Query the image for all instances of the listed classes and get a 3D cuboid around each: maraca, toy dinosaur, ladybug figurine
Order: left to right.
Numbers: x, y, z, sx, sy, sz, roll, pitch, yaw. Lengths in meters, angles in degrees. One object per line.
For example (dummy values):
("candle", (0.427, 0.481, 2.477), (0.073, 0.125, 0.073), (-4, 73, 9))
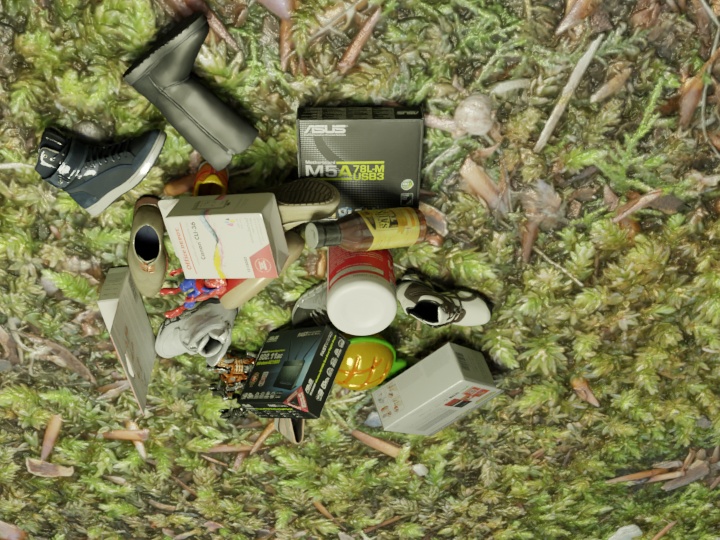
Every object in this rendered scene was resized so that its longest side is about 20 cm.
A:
("toy dinosaur", (-0.219, 0.220, 1.586), (0.199, 0.102, 0.136), (36, 104, -22))
("ladybug figurine", (-0.178, -0.008, 1.385), (0.200, 0.136, 0.072), (-38, 98, 28))
("maraca", (0.008, 0.175, 1.551), (0.136, 0.108, 0.200), (-26, 144, 19))

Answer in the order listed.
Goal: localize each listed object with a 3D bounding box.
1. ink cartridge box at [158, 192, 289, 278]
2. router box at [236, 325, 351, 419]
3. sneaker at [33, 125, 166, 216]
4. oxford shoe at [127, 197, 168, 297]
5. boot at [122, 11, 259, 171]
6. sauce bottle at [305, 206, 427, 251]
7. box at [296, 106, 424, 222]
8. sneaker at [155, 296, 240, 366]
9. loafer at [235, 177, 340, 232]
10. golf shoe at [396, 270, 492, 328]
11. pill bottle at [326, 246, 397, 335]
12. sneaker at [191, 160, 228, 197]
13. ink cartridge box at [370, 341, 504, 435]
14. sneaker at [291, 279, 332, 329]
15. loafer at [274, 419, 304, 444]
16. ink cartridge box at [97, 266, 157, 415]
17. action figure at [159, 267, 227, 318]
("ink cartridge box", (-0.222, -0.051, 1.272), (0.198, 0.068, 0.117), (-1, 124, 17))
("router box", (-0.121, 0.183, 1.465), (0.062, 0.151, 0.199), (38, 151, -28))
("sneaker", (-0.407, -0.182, 1.263), (0.202, 0.077, 0.146), (-34, 125, 24))
("oxford shoe", (-0.365, -0.024, 1.392), (0.070, 0.074, 0.201), (2, 130, -7))
("boot", (-0.224, -0.260, 1.214), (0.164, 0.066, 0.200), (-27, 122, 29))
("sauce bottle", (0.010, -0.062, 1.279), (0.198, 0.066, 0.066), (-8, 136, -34))
("box", (-0.001, -0.166, 1.311), (0.198, 0.048, 0.194), (0, 132, -2))
("sneaker", (-0.303, 0.125, 1.487), (0.199, 0.115, 0.075), (-32, 123, 22))
("loafer", (-0.118, -0.096, 1.303), (0.198, 0.076, 0.069), (-1, 132, 25))
("golf shoe", (0.151, 0.076, 1.482), (0.198, 0.095, 0.078), (17, 125, -17))
("pill bottle", (0.000, 0.000, 1.345), (0.111, 0.201, 0.113), (-1, 130, -1))
("sneaker", (-0.258, -0.084, 1.348), (0.072, 0.077, 0.201), (7, 129, -7))
("ink cartridge box", (0.153, 0.237, 1.599), (0.199, 0.084, 0.175), (-36, 147, 24))
("sneaker", (-0.054, 0.074, 1.456), (0.075, 0.116, 0.200), (33, 120, -26))
("loafer", (-0.128, 0.265, 1.627), (0.072, 0.063, 0.201), (-27, 144, -33))
("ink cartridge box", (-0.412, 0.125, 1.444), (0.044, 0.177, 0.201), (-6, 128, 3))
("action figure", (-0.292, 0.032, 1.363), (0.098, 0.066, 0.199), (-10, 169, -45))
